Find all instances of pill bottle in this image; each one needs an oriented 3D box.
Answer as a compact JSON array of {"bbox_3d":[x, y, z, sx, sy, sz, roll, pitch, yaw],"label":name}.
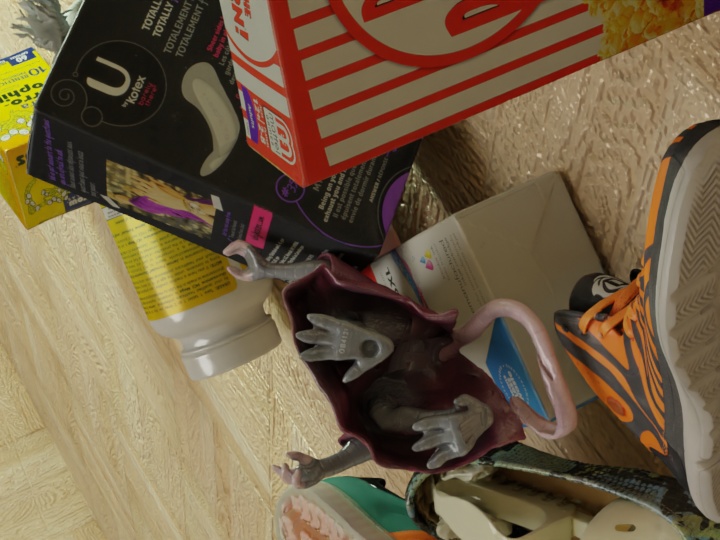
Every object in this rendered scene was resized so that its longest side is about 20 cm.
[{"bbox_3d":[-0.142,-0.015,1.215,0.201,0.112,0.112,68,160,-6],"label":"pill bottle"}]

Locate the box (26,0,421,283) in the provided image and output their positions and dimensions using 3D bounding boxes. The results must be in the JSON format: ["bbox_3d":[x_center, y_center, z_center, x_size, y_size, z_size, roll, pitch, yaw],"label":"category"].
[{"bbox_3d":[-0.073,-0.083,0.819,0.199,0.123,0.106,24,160,-9],"label":"box"}]

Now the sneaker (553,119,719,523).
[{"bbox_3d":[0.128,0.013,0.629,0.112,0.077,0.201,40,148,48],"label":"sneaker"}]

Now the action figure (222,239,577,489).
[{"bbox_3d":[0.011,0.033,0.749,0.200,0.148,0.134,-133,28,-86],"label":"action figure"}]

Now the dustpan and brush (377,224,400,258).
[{"bbox_3d":[0.000,0.000,0.921,0.200,0.057,0.140,52,168,32],"label":"dustpan and brush"}]

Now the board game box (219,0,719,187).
[{"bbox_3d":[0.042,-0.136,0.499,0.046,0.200,0.152,39,148,50],"label":"board game box"}]

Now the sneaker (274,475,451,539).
[{"bbox_3d":[0.044,0.174,0.777,0.200,0.080,0.072,41,125,34],"label":"sneaker"}]

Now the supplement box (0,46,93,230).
[{"bbox_3d":[-0.378,-0.155,1.650,0.200,0.109,0.110,44,151,44],"label":"supplement box"}]

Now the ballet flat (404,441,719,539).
[{"bbox_3d":[0.107,0.132,0.723,0.200,0.074,0.074,9,124,37],"label":"ballet flat"}]

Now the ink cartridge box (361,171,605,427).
[{"bbox_3d":[0.067,0.028,0.810,0.116,0.067,0.200,65,160,2],"label":"ink cartridge box"}]

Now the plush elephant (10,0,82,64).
[{"bbox_3d":[-0.152,-0.170,1.042,0.164,0.155,0.200,-30,123,32],"label":"plush elephant"}]
